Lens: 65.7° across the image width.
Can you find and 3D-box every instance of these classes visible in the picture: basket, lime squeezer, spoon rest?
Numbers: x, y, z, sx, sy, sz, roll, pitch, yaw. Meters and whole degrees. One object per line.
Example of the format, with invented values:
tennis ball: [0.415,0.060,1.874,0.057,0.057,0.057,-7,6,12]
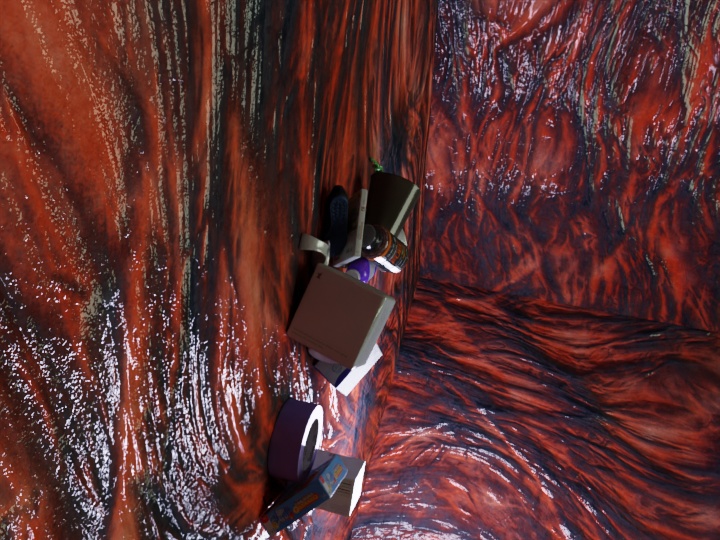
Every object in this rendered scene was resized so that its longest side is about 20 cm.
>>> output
basket: [0.086,-0.193,1.821,0.136,0.177,0.203,101,9,-71]
lime squeezer: [0.055,-0.360,2.039,0.070,0.038,0.201,-41,153,-21]
spoon rest: [-0.103,-0.042,1.440,0.200,0.059,0.101,52,49,-73]

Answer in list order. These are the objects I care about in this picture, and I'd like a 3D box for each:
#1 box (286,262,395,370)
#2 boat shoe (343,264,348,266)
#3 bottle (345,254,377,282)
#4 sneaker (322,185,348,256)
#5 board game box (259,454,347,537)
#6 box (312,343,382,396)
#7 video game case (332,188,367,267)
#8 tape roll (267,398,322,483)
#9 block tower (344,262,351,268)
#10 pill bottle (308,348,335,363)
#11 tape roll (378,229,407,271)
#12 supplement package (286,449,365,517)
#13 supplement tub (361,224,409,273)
box: [-0.045,0.116,1.421,0.203,0.196,0.171,-64,167,0]
boat shoe: [-0.029,-0.104,1.687,0.072,0.074,0.204,39,61,-60]
bottle: [0.000,0.000,1.702,0.200,0.064,0.085,-42,137,-69]
sneaker: [-0.066,-0.135,1.522,0.079,0.069,0.203,-94,-166,-51]
board game box: [-0.145,0.591,1.476,0.194,0.056,0.200,-36,173,10]
box: [-0.035,0.280,1.748,0.184,0.105,0.200,-47,162,-9]
video game case: [-0.031,-0.113,1.559,0.200,0.022,0.186,158,-60,-70]
tape roll: [-0.168,0.448,1.471,0.200,0.083,0.204,9,90,-79]
block tower: [-0.030,-0.108,1.757,0.054,0.057,0.204,49,53,-75]
pill bottle: [-0.073,0.157,1.618,0.114,0.111,0.203,79,24,-60]
tape roll: [0.093,-0.101,2.032,0.203,0.070,0.206,46,-36,48]
supplement package: [-0.101,0.619,1.649,0.156,0.196,0.113,-5,105,-78]
supplement tub: [0.063,-0.069,1.678,0.199,0.105,0.109,30,69,-54]
